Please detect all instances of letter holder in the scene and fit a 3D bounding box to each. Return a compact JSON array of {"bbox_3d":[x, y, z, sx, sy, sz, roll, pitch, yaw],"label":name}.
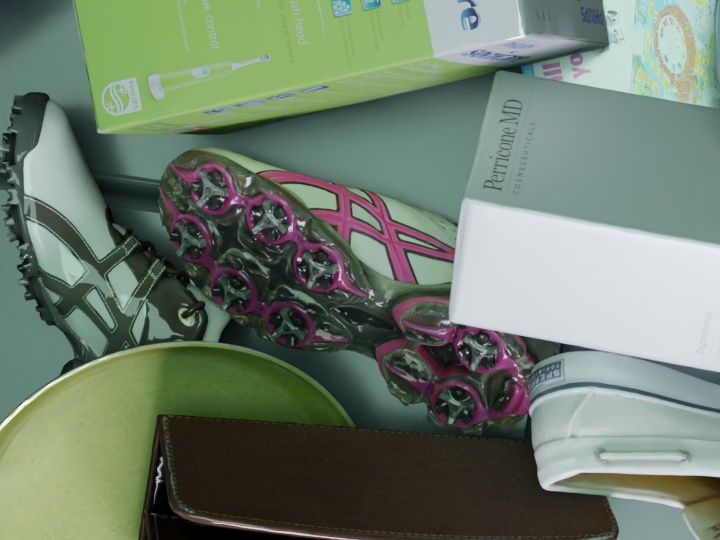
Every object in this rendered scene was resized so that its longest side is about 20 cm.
[{"bbox_3d":[0.009,0.146,1.140,0.199,0.142,0.101,5,117,-12],"label":"letter holder"}]

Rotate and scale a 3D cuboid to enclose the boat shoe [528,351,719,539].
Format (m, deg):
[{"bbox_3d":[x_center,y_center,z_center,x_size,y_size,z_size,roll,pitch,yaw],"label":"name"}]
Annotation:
[{"bbox_3d":[0.165,0.092,1.166,0.199,0.071,0.070,16,62,-24],"label":"boat shoe"}]

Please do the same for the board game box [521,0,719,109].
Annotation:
[{"bbox_3d":[0.140,-0.108,1.219,0.134,0.034,0.201,-10,89,6],"label":"board game box"}]

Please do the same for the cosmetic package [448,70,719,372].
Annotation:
[{"bbox_3d":[0.145,-0.016,1.142,0.199,0.102,0.071,10,130,5],"label":"cosmetic package"}]

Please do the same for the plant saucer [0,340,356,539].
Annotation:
[{"bbox_3d":[-0.093,0.113,1.205,0.199,0.031,0.201,-8,119,-14],"label":"plant saucer"}]

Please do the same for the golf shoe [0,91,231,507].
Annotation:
[{"bbox_3d":[-0.110,0.008,1.230,0.094,0.078,0.201,-14,100,3],"label":"golf shoe"}]

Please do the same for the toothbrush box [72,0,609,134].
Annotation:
[{"bbox_3d":[-0.007,-0.119,1.159,0.199,0.146,0.086,-10,90,20],"label":"toothbrush box"}]

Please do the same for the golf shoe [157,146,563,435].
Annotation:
[{"bbox_3d":[0.000,0.000,1.215,0.200,0.092,0.073,31,123,3],"label":"golf shoe"}]

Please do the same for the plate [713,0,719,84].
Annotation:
[{"bbox_3d":[0.248,-0.100,1.095,0.199,0.026,0.201,0,75,1],"label":"plate"}]
